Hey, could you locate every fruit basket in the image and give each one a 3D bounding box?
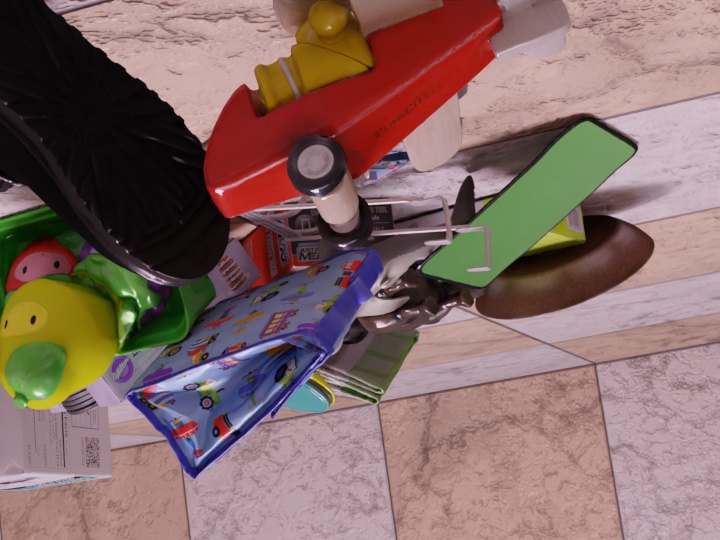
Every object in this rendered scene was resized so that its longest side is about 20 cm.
[{"bbox_3d":[-0.239,0.022,1.257,0.213,0.158,0.216,-15,-177,1],"label":"fruit basket"}]

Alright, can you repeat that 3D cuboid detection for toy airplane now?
[{"bbox_3d":[0.012,-0.125,0.806,0.198,0.141,0.201,-13,139,-44],"label":"toy airplane"}]

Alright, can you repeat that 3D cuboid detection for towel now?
[{"bbox_3d":[-0.048,0.061,1.588,0.198,0.031,0.149,20,-148,10],"label":"towel"}]

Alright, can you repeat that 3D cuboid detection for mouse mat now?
[{"bbox_3d":[0.148,-0.054,1.328,0.200,0.008,0.160,-44,158,16],"label":"mouse mat"}]

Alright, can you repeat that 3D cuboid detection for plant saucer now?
[{"bbox_3d":[0.207,-0.011,1.593,0.198,0.037,0.201,-21,-163,7],"label":"plant saucer"}]

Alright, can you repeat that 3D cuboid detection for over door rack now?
[{"bbox_3d":[-0.003,-0.053,1.168,0.197,0.068,0.148,10,176,20],"label":"over door rack"}]

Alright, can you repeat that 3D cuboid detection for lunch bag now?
[{"bbox_3d":[-0.068,0.055,1.228,0.199,0.094,0.151,-34,-170,30],"label":"lunch bag"}]

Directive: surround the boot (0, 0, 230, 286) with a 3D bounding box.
[{"bbox_3d":[-0.174,-0.062,0.843,0.079,0.211,0.158,-46,-172,-31],"label":"boot"}]

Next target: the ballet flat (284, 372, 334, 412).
[{"bbox_3d":[-0.113,0.084,1.503,0.197,0.068,0.067,11,141,13],"label":"ballet flat"}]

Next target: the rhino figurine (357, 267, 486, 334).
[{"bbox_3d":[0.065,0.025,1.526,0.087,0.061,0.199,-21,172,31],"label":"rhino figurine"}]

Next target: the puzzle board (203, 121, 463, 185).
[{"bbox_3d":[-0.038,-0.090,1.213,0.198,0.018,0.150,-3,169,-29],"label":"puzzle board"}]

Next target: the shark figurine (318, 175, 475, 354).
[{"bbox_3d":[0.008,-0.013,1.356,0.214,0.090,0.128,-38,156,15],"label":"shark figurine"}]

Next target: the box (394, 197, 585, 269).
[{"bbox_3d":[0.115,-0.033,1.550,0.198,0.048,0.121,-14,168,28],"label":"box"}]

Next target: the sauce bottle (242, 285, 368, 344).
[{"bbox_3d":[-0.050,0.050,1.471,0.065,0.067,0.199,-13,170,27],"label":"sauce bottle"}]

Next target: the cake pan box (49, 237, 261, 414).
[{"bbox_3d":[-0.210,0.055,1.439,0.200,0.053,0.183,-44,-166,-30],"label":"cake pan box"}]

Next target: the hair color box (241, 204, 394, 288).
[{"bbox_3d":[-0.051,-0.012,1.493,0.109,0.065,0.200,-3,167,-21],"label":"hair color box"}]

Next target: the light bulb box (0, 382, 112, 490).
[{"bbox_3d":[-0.368,0.131,1.630,0.123,0.201,0.200,-9,169,15],"label":"light bulb box"}]
